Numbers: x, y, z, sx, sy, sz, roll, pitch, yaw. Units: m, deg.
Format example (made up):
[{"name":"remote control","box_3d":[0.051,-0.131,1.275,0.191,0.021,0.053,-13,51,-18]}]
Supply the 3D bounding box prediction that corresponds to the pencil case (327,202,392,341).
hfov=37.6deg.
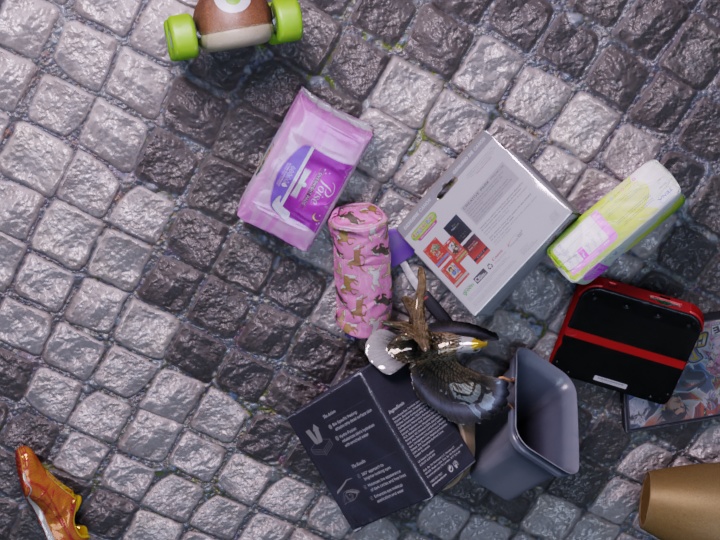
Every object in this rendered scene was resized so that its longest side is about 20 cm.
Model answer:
[{"name":"pencil case","box_3d":[0.000,0.000,1.519,0.086,0.083,0.202,-19,126,-25]}]

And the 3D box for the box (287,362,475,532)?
[{"name":"box","box_3d":[0.028,0.245,1.540,0.196,0.117,0.201,-35,85,45]}]

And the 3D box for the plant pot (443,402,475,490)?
[{"name":"plant pot","box_3d":[0.107,0.224,1.607,0.092,0.200,0.203,-25,126,-42]}]

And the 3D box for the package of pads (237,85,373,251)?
[{"name":"package of pads","box_3d":[-0.076,-0.139,1.469,0.120,0.076,0.201,26,109,-13]}]

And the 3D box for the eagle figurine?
[{"name":"eagle figurine","box_3d":[0.120,0.116,1.485,0.152,0.150,0.200,-55,140,-7]}]

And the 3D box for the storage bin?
[{"name":"storage bin","box_3d":[0.230,0.237,1.590,0.145,0.201,0.134,33,126,-17]}]

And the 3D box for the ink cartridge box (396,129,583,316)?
[{"name":"ink cartridge box","box_3d":[0.180,-0.068,1.497,0.200,0.084,0.176,-47,73,16]}]

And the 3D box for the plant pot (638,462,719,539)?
[{"name":"plant pot","box_3d":[0.556,0.386,1.698,0.198,0.187,0.188,9,113,6]}]

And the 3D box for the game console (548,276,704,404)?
[{"name":"game console","box_3d":[0.405,0.107,1.613,0.198,0.031,0.178,16,122,2]}]

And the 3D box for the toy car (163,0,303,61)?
[{"name":"toy car","box_3d":[-0.176,-0.377,1.330,0.163,0.158,0.202,-12,102,-12]}]

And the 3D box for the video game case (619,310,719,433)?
[{"name":"video game case","box_3d":[0.507,0.160,1.666,0.198,0.026,0.182,-10,114,1]}]

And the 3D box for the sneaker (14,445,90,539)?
[{"name":"sneaker","box_3d":[-0.488,0.353,1.670,0.077,0.073,0.202,-26,119,-16]}]

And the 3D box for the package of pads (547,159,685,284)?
[{"name":"package of pads","box_3d":[0.361,-0.064,1.488,0.200,0.154,0.068,-42,76,13]}]

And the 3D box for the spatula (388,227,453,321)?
[{"name":"spatula","box_3d":[0.083,0.019,1.578,0.056,0.021,0.201,-31,113,16]}]
